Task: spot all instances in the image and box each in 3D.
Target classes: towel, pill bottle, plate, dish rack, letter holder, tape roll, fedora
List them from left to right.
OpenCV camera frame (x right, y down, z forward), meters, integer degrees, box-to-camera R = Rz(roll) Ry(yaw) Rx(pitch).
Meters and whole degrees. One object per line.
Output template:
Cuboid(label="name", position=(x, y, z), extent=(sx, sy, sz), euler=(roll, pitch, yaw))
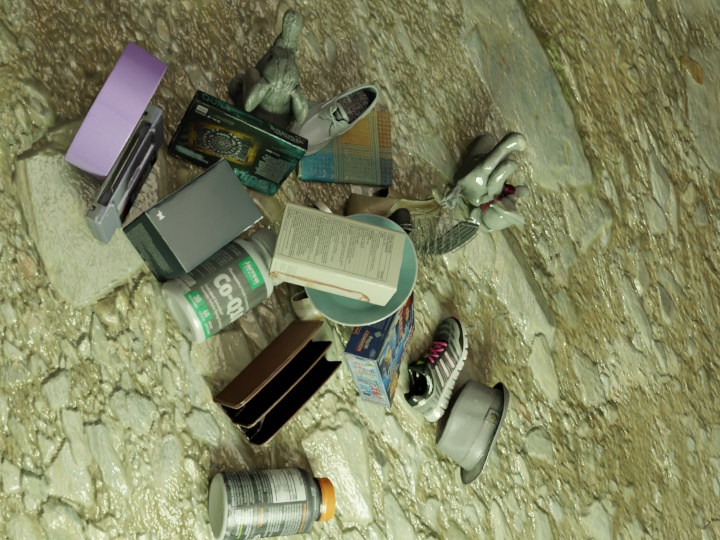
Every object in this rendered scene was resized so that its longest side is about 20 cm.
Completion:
Cuboid(label="tape roll", position=(-0.366, -0.238, 1.142), extent=(0.065, 0.199, 0.202), euler=(29, 73, -22))
Cuboid(label="pill bottle", position=(-0.214, 0.020, 1.244), extent=(0.199, 0.113, 0.114), euler=(-36, 101, -25))
Cuboid(label="pill bottle", position=(-0.141, 0.382, 1.250), extent=(0.197, 0.106, 0.108), euler=(4, 83, -26))
Cuboid(label="letter holder", position=(-0.123, 0.184, 1.258), extent=(0.200, 0.142, 0.101), euler=(-44, 104, -23))
Cuboid(label="towel", position=(-0.030, -0.234, 1.415), extent=(0.197, 0.022, 0.149), euler=(2, 84, -28))
Cuboid(label="plate", position=(0.000, 0.000, 1.286), extent=(0.197, 0.026, 0.203), euler=(-4, 68, 9))
Cuboid(label="dish rack", position=(0.115, -0.054, 1.404), extent=(0.197, 0.153, 0.055), euler=(8, 65, -27))
Cuboid(label="fedora", position=(0.197, 0.284, 1.410), extent=(0.089, 0.177, 0.202), euler=(27, 73, -1))

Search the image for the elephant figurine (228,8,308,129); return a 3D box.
Cuboid(label="elephant figurine", position=(-0.144, -0.303, 1.257), extent=(0.141, 0.200, 0.156), euler=(-35, 99, -18))

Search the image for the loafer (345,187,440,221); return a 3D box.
Cuboid(label="loafer", position=(0.062, -0.122, 1.419), extent=(0.197, 0.076, 0.069), euler=(-9, 95, -27))

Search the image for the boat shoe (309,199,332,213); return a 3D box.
Cuboid(label="boat shoe", position=(-0.037, -0.030, 1.366), extent=(0.059, 0.072, 0.201), euler=(-39, 106, -10))

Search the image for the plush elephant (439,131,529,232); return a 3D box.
Cuboid(label="plush elephant", position=(0.264, -0.152, 1.482), extent=(0.155, 0.164, 0.201), euler=(44, 76, -19))

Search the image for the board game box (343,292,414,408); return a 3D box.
Cuboid(label="board game box", position=(0.039, 0.139, 1.351), extent=(0.061, 0.202, 0.201), euler=(13, 48, 17))

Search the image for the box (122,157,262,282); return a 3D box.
Cuboid(label="box", position=(-0.264, -0.073, 1.179), extent=(0.148, 0.199, 0.108), euler=(-39, 102, -24))

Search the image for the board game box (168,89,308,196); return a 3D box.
Cuboid(label="board game box", position=(-0.203, -0.206, 1.262), extent=(0.198, 0.135, 0.028), euler=(22, 49, -24))

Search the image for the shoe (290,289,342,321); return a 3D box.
Cuboid(label="shoe", position=(-0.029, 0.030, 1.317), extent=(0.198, 0.070, 0.054), euler=(-27, 118, 7))

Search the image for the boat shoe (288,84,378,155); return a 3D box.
Cuboid(label="boat shoe", position=(-0.047, -0.276, 1.358), extent=(0.200, 0.071, 0.071), euler=(-40, 103, -26))

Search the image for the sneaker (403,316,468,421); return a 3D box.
Cuboid(label="sneaker", position=(0.137, 0.176, 1.430), extent=(0.087, 0.073, 0.203), euler=(25, 79, -29))

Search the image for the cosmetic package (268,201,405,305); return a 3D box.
Cuboid(label="cosmetic package", position=(-0.038, -0.024, 1.204), extent=(0.197, 0.087, 0.105), euler=(15, 67, -7))

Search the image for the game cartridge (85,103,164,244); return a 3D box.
Cuboid(label="game cartridge", position=(-0.358, -0.146, 1.178), extent=(0.038, 0.130, 0.202), euler=(24, 74, -3))
